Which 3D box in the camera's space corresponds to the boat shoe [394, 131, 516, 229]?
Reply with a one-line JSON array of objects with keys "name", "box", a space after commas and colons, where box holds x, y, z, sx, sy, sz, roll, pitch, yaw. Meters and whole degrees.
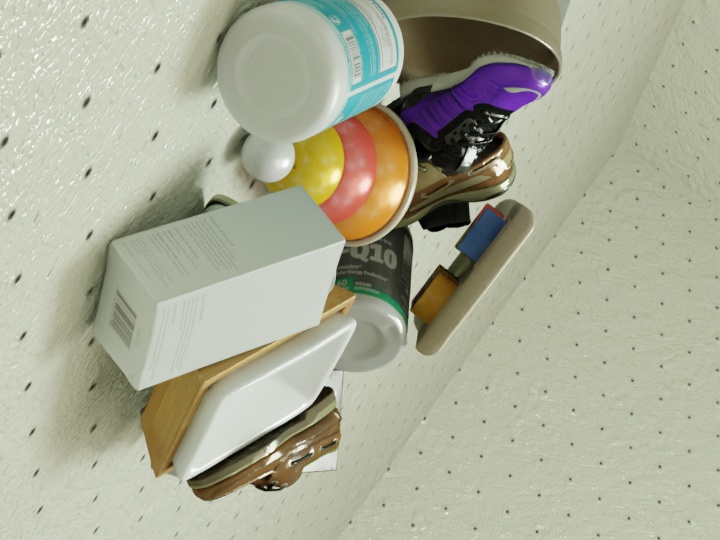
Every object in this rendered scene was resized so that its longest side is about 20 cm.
[{"name": "boat shoe", "box": [0.067, -0.105, 1.633, 0.198, 0.076, 0.074, -18, 145, -8]}]

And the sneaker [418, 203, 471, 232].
[{"name": "sneaker", "box": [0.059, -0.095, 1.770, 0.199, 0.074, 0.108, 175, -90, -65]}]

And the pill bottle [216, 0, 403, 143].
[{"name": "pill bottle", "box": [-0.032, -0.179, 1.307, 0.112, 0.110, 0.200, -63, 167, 25]}]

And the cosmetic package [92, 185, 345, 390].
[{"name": "cosmetic package", "box": [-0.119, 0.012, 1.335, 0.199, 0.081, 0.114, -19, 145, -37]}]

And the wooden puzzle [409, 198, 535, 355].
[{"name": "wooden puzzle", "box": [0.110, -0.004, 1.678, 0.186, 0.046, 0.200, -52, -175, 5]}]

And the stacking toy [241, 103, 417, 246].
[{"name": "stacking toy", "box": [-0.050, -0.104, 1.484, 0.199, 0.146, 0.147, 8, 115, -56]}]

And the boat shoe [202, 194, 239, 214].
[{"name": "boat shoe", "box": [-0.135, 0.011, 1.457, 0.069, 0.074, 0.201, -51, 164, -32]}]

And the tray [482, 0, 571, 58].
[{"name": "tray", "box": [0.129, -0.259, 1.643, 0.022, 0.198, 0.108, 48, 51, -37]}]

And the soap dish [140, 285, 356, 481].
[{"name": "soap dish", "box": [-0.107, 0.095, 1.449, 0.199, 0.081, 0.158, -29, 158, -41]}]

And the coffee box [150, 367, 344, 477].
[{"name": "coffee box", "box": [-0.114, 0.150, 1.608, 0.199, 0.079, 0.116, 2, 94, -47]}]

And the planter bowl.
[{"name": "planter bowl", "box": [0.104, -0.267, 1.516, 0.200, 0.197, 0.137, 74, 23, -75]}]

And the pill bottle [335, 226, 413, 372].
[{"name": "pill bottle", "box": [0.000, 0.000, 1.669, 0.201, 0.112, 0.114, -85, -168, -45]}]

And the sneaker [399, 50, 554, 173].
[{"name": "sneaker", "box": [0.110, -0.144, 1.504, 0.199, 0.069, 0.101, -10, -111, 53]}]

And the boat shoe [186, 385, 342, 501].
[{"name": "boat shoe", "box": [-0.085, 0.185, 1.529, 0.199, 0.071, 0.069, -29, 111, -41]}]

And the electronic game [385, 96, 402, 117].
[{"name": "electronic game", "box": [0.054, -0.163, 1.686, 0.199, 0.042, 0.200, -33, -169, 7]}]
